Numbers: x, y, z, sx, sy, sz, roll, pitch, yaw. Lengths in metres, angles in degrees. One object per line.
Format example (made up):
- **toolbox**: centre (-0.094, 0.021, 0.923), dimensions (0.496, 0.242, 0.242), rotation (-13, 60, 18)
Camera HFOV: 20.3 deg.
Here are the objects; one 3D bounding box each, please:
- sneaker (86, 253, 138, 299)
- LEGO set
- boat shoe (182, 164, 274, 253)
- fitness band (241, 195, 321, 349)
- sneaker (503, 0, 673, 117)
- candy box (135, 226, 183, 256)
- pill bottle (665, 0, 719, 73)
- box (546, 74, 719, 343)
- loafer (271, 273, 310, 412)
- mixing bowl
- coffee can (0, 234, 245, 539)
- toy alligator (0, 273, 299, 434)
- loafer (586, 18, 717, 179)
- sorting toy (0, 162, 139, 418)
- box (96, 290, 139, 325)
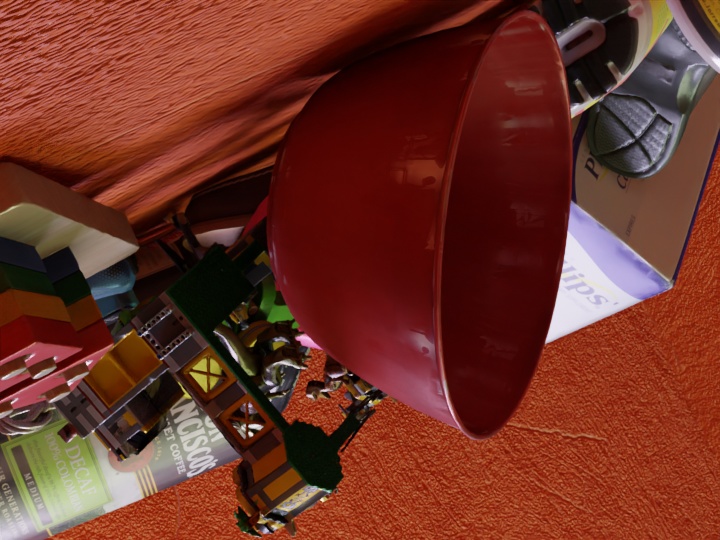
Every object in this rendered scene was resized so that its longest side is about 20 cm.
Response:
- **sneaker**: centre (-0.195, 0.047, 0.988), dimensions (0.199, 0.090, 0.078), rotation (-28, 179, -2)
- **LEGO set**: centre (-0.064, 0.057, 1.019), dimensions (0.116, 0.154, 0.200), rotation (-38, -167, 32)
- **boat shoe**: centre (-0.011, -0.049, 1.191), dimensions (0.199, 0.071, 0.070), rotation (-6, 163, 17)
- **fitness band**: centre (0.000, 0.000, 1.167), dimensions (0.143, 0.038, 0.200), rotation (9, 156, -12)
- **sneaker**: centre (0.096, -0.107, 1.080), dimensions (0.199, 0.078, 0.090), rotation (-24, -170, 46)
- **candy box**: centre (-0.093, 0.004, 1.389), dimensions (0.199, 0.103, 0.026), rotation (-26, -140, -27)
- **pill bottle**: centre (0.219, -0.153, 0.798), dimensions (0.112, 0.113, 0.200), rotation (-25, 178, -41)
- **box**: centre (0.118, -0.054, 1.270), dimensions (0.200, 0.105, 0.185), rotation (-28, -149, 48)
- **loafer**: centre (-0.047, 0.018, 1.362), dimensions (0.070, 0.068, 0.202), rotation (-16, 132, -37)
- **mixing bowl**: centre (0.023, -0.027, 0.960), dimensions (0.108, 0.202, 0.200), rotation (7, -167, 22)
- **coffee can**: centre (-0.170, 0.079, 1.264), dimensions (0.199, 0.147, 0.146), rotation (-22, 178, -8)
- **toy alligator**: centre (-0.109, 0.035, 1.106), dimensions (0.199, 0.059, 0.055), rotation (-20, 134, -27)
- **loafer**: centre (0.179, -0.138, 1.099), dimensions (0.063, 0.072, 0.201), rotation (-52, 171, -43)
- **sorting toy**: centre (-0.193, 0.041, 0.841), dimensions (0.199, 0.070, 0.199), rotation (-27, 173, 4)
- **box**: centre (-0.227, 0.044, 1.135), dimensions (0.199, 0.049, 0.082), rotation (-27, 179, 0)
